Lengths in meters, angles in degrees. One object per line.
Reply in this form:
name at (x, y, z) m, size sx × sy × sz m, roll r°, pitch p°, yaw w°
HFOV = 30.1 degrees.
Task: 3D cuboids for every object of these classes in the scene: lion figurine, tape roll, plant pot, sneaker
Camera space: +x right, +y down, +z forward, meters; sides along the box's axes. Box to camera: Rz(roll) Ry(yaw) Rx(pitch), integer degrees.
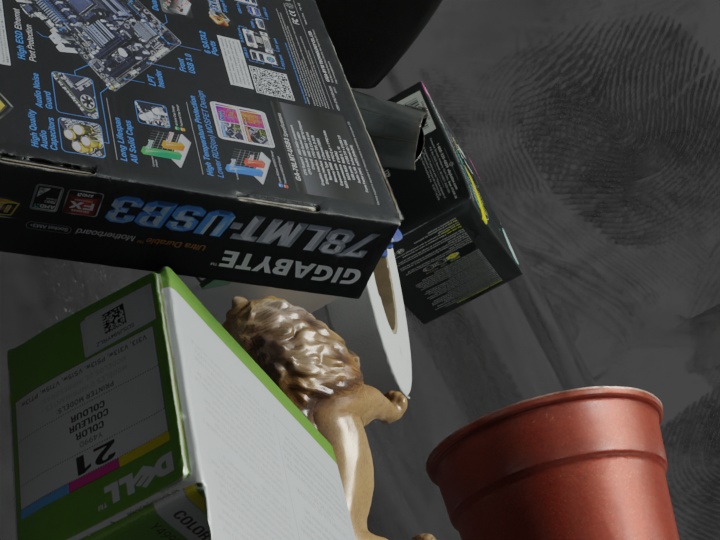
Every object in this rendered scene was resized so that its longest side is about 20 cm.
lion figurine at (-0.015, 0.112, 0.706) m, size 0.122 × 0.072 × 0.202 m, roll 30°, pitch 38°, yaw -58°
tape roll at (0.000, 0.000, 1.016) m, size 0.203 × 0.036 × 0.206 m, roll -12°, pitch 90°, yaw -82°
plant pot at (-0.040, -0.268, 1.132) m, size 0.179 × 0.197 × 0.201 m, roll 108°, pitch -26°, yaw -43°
sneaker at (0.001, -0.110, 1.155) m, size 0.200 × 0.105 × 0.076 m, roll -76°, pitch 178°, yaw -89°
plant pot at (0.167, 0.223, 1.040) m, size 0.201 × 0.198 × 0.198 m, roll 45°, pitch 28°, yaw -58°

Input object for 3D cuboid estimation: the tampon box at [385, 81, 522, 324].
tampon box at (0.064, -0.064, 1.375) m, size 0.200 × 0.125 × 0.151 m, roll 44°, pitch 21°, yaw -61°

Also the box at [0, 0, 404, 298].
box at (-0.100, -0.085, 0.549) m, size 0.196 × 0.050 × 0.201 m, roll 7°, pitch 42°, yaw -28°

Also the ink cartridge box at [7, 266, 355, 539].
ink cartridge box at (-0.052, 0.123, 0.481) m, size 0.148 × 0.075 × 0.202 m, roll 53°, pitch 15°, yaw -45°

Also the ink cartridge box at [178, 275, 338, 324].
ink cartridge box at (-0.094, -0.073, 0.735) m, size 0.200 × 0.083 × 0.146 m, roll 52°, pitch 14°, yaw -48°

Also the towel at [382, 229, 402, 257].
towel at (-0.025, -0.083, 0.818) m, size 0.146 × 0.024 × 0.200 m, roll 65°, pitch 7°, yaw 8°
